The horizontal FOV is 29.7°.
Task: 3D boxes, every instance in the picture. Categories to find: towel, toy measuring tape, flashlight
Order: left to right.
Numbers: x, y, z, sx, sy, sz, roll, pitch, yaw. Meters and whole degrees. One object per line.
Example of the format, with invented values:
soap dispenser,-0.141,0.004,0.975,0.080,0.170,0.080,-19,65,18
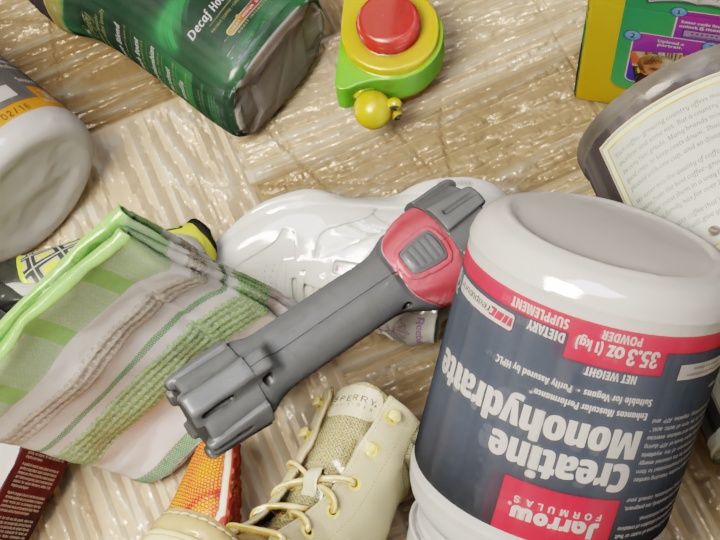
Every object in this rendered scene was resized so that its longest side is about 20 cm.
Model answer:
towel,-0.119,0.052,0.726,0.149,0.200,0.031,-45,61,7
flashlight,-0.011,0.028,0.739,0.200,0.068,0.068,-34,31,-15
toy measuring tape,0.025,-0.184,0.907,0.073,0.074,0.201,4,68,6

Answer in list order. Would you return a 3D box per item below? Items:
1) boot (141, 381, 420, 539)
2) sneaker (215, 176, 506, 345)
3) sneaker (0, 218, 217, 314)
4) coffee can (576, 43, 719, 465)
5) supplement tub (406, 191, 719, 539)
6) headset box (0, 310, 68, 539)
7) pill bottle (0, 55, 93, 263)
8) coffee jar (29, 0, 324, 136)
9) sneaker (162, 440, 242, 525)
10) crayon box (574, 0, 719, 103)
boot,-0.032,0.123,0.713,0.073,0.200,0.156,12,66,30
sneaker,0.000,0.000,0.818,0.199,0.075,0.100,-10,53,0
sneaker,-0.171,0.014,0.827,0.199,0.076,0.077,-2,44,24
coffee can,0.228,-0.010,0.775,0.146,0.146,0.200,-18,67,-4
supplement tub,0.105,0.072,0.707,0.140,0.140,0.200,17,111,11
headset box,-0.258,0.110,0.781,0.149,0.077,0.200,25,82,13
pill bottle,-0.277,-0.103,0.868,0.200,0.116,0.116,39,75,17
coffee jar,-0.130,-0.180,0.907,0.200,0.085,0.104,31,72,16
sneaker,-0.114,0.180,0.758,0.077,0.073,0.200,15,69,7
crayon box,0.238,-0.156,0.822,0.199,0.173,0.058,9,68,8
